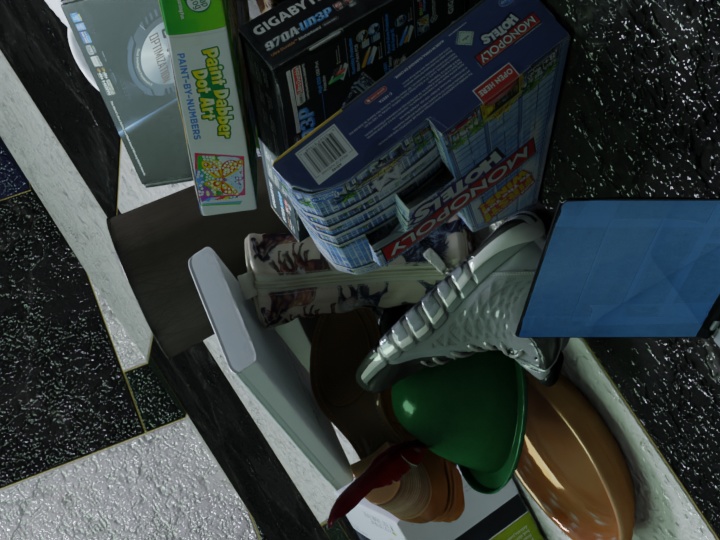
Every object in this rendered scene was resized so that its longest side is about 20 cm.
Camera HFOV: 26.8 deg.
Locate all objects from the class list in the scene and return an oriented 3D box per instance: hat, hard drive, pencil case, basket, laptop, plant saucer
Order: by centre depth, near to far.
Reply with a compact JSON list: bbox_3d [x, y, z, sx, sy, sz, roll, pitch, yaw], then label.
[{"bbox_3d":[0.204,0.047,0.866,0.201,0.115,0.188,52,163,19],"label":"laptop"},{"bbox_3d":[0.029,0.105,1.233,0.200,0.174,0.168,-177,86,-73],"label":"hat"},{"bbox_3d":[0.000,0.000,1.240,0.089,0.197,0.079,91,173,-87],"label":"pencil case"},{"bbox_3d":[-0.072,0.084,1.256,0.200,0.026,0.133,56,-174,-49],"label":"hard drive"},{"bbox_3d":[0.171,0.152,1.291,0.201,0.037,0.201,52,163,22],"label":"plant saucer"},{"bbox_3d":[-0.108,-0.026,1.347,0.180,0.198,0.137,-176,61,-84],"label":"basket"}]

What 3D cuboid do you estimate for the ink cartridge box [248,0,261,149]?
[{"bbox_3d":[-0.084,-0.175,1.270,0.200,0.076,0.147,47,-165,32],"label":"ink cartridge box"}]

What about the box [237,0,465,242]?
[{"bbox_3d":[0.001,-0.128,1.072,0.046,0.158,0.201,49,162,29],"label":"box"}]

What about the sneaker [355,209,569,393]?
[{"bbox_3d":[0.091,0.058,1.145,0.116,0.200,0.075,47,-153,2],"label":"sneaker"}]

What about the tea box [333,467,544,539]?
[{"bbox_3d":[0.097,0.294,1.589,0.198,0.133,0.200,62,163,-11],"label":"tea box"}]

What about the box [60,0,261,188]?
[{"bbox_3d":[-0.165,-0.181,1.390,0.158,0.044,0.202,-6,122,26],"label":"box"}]

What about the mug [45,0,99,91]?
[{"bbox_3d":[-0.224,-0.251,1.491,0.176,0.147,0.200,48,133,2],"label":"mug"}]

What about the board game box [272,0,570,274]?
[{"bbox_3d":[0.055,-0.072,1.029,0.062,0.199,0.200,51,177,24],"label":"board game box"}]

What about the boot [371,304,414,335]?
[{"bbox_3d":[0.028,0.025,1.405,0.158,0.079,0.212,51,163,24],"label":"boot"}]

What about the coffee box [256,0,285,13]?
[{"bbox_3d":[-0.048,-0.269,1.101,0.113,0.079,0.202,38,154,52],"label":"coffee box"}]

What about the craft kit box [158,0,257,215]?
[{"bbox_3d":[-0.103,-0.178,1.022,0.199,0.048,0.202,80,-177,-47],"label":"craft kit box"}]

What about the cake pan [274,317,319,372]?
[{"bbox_3d":[-0.044,0.029,1.509,0.200,0.036,0.202,45,-145,-45],"label":"cake pan"}]

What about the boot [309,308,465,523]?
[{"bbox_3d":[0.033,0.129,1.345,0.155,0.076,0.202,29,-146,-59],"label":"boot"}]
